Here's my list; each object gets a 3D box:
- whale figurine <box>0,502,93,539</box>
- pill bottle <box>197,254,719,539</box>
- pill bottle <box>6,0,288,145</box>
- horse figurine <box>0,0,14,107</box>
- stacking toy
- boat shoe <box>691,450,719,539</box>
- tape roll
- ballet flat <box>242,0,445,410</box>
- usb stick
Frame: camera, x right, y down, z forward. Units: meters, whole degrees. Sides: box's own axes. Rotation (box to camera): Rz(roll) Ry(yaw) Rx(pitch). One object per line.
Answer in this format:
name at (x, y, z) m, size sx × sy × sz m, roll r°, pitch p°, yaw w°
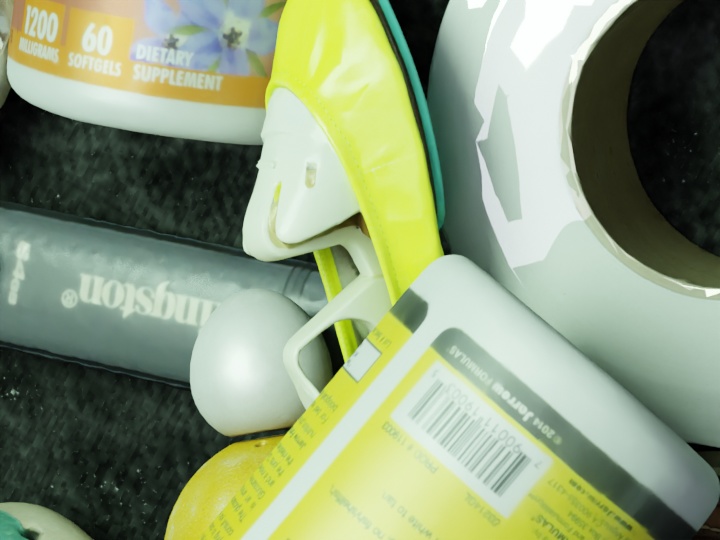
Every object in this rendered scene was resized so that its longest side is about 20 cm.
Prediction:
whale figurine at (-0.143, 0.184, 1.023) m, size 0.159 × 0.103 × 0.201 m, roll 36°, pitch 123°, yaw 43°
pill bottle at (0.004, 0.104, 0.838) m, size 0.112 × 0.112 × 0.200 m, roll 41°, pitch 91°, yaw 13°
pill bottle at (-0.053, -0.150, 0.950) m, size 0.112 × 0.112 × 0.201 m, roll 12°, pitch 101°, yaw 21°
horse figurine at (-0.154, -0.074, 1.009) m, size 0.050 × 0.133 × 0.201 m, roll 31°, pitch 95°, yaw 10°
stacking toy at (-0.021, 0.106, 0.960) m, size 0.145 × 0.146 × 0.201 m, roll -10°, pitch 84°, yaw 23°
boat shoe at (0.179, 0.118, 0.885) m, size 0.199 × 0.072 × 0.068 m, roll 20°, pitch 71°, yaw 13°
tape roll at (0.123, -0.046, 0.913) m, size 0.201 × 0.071 × 0.204 m, roll 3°, pitch 98°, yaw 22°
ballet flat at (0.000, 0.000, 0.903) m, size 0.067 × 0.067 × 0.201 m, roll -21°, pitch 100°, yaw -21°
usb stick at (-0.060, 0.016, 1.016) m, size 0.199 × 0.033 × 0.056 m, roll 12°, pitch 101°, yaw 21°
